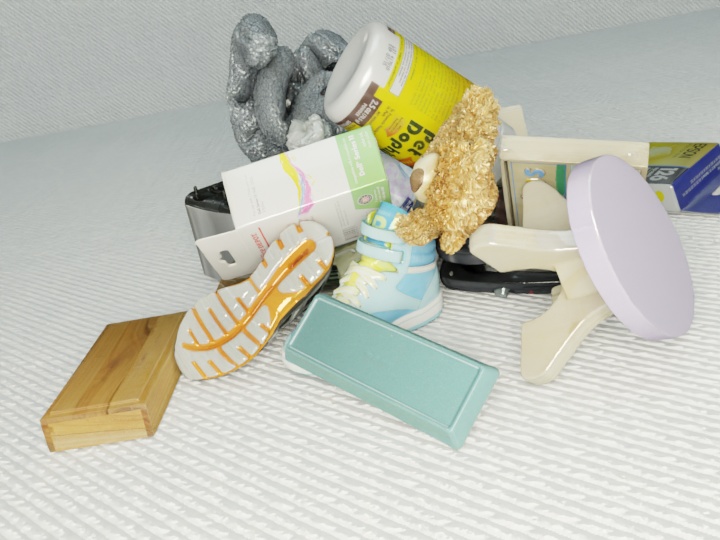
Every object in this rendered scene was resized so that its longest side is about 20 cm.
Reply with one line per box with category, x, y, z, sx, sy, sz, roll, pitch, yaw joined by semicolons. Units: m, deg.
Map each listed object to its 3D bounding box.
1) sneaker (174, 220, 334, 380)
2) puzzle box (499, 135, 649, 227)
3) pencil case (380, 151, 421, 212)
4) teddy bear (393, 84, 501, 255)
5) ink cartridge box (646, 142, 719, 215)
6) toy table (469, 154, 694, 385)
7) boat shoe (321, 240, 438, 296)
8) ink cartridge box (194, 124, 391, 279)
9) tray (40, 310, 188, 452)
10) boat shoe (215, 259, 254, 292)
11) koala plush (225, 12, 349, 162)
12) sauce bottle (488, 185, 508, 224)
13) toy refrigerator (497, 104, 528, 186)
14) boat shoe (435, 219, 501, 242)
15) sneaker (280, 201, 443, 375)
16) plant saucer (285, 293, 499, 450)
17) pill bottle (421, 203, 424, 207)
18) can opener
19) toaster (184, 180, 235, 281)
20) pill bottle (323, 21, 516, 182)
sneaker;-0.098;0.039;0.795;0.199;0.079;0.077;-39;-14;-1
puzzle box;0.207;-0.065;0.783;0.129;0.201;0.026;6;68;18
pencil case;0.034;-0.088;0.976;0.091;0.083;0.200;-51;-7;-3
teddy bear;0.076;-0.094;0.702;0.145;0.066;0.202;-46;15;39
ink cartridge box;0.403;-0.128;1.063;0.196;0.048;0.196;4;24;40
toy table;0.185;-0.006;0.664;0.115;0.199;0.187;-16;46;39
boat shoe;0.000;0.000;0.902;0.197;0.073;0.062;-10;30;42
ink cartridge box;-0.068;-0.065;0.818;0.195;0.069;0.118;-18;-21;-1
tray;-0.230;0.101;0.788;0.096;0.038;0.201;-9;20;3
boat shoe;-0.098;0.000;0.898;0.070;0.065;0.202;24;64;15
koala plush;-0.053;-0.185;0.962;0.175;0.188;0.199;-4;28;-44
sauce bottle;0.209;-0.065;0.899;0.194;0.068;0.066;8;23;7
toy refrigerator;0.167;-0.135;1.022;0.068;0.078;0.200;-11;-10;-2
boat shoe;0.155;-0.055;0.957;0.197;0.076;0.075;-19;34;-10
sneaker;-0.001;0.008;0.771;0.198;0.134;0.079;-26;34;-37
plant saucer;0.017;0.075;0.662;0.197;0.019;0.071;21;72;39
pill bottle;0.055;-0.182;1.114;0.106;0.205;0.110;-14;18;5
can opener;0.175;-0.001;0.830;0.194;0.065;0.079;6;-3;14
toaster;-0.119;-0.064;1.044;0.198;0.122;0.178;-26;25;-38
pill bottle;0.067;-0.164;0.839;0.197;0.111;0.109;26;9;-22
